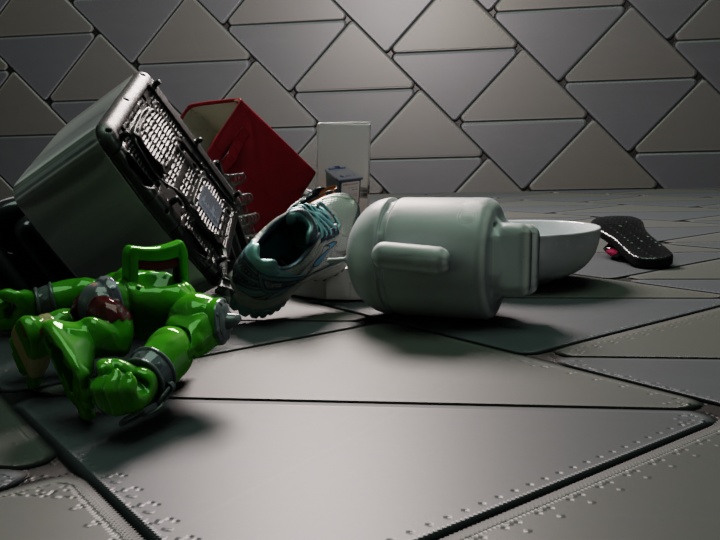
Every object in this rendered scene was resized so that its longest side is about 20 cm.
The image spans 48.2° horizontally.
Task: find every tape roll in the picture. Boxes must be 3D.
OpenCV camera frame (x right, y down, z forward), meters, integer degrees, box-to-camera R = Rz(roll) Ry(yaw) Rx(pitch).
[{"bbox_3d":[0.000,0.000,0.968,0.199,0.038,0.203,-1,8,0],"label":"tape roll"}]

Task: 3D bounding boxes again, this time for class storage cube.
[{"bbox_3d":[-0.213,-0.145,1.274,0.199,0.172,0.179,8,-27,51],"label":"storage cube"}]

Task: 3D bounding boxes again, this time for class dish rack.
[{"bbox_3d":[-0.159,-0.060,1.034,0.054,0.156,0.200,-16,5,9],"label":"dish rack"}]

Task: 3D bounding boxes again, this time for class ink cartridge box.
[{"bbox_3d":[-0.028,-0.126,1.249,0.084,0.204,0.146,-1,8,-2],"label":"ink cartridge box"}]

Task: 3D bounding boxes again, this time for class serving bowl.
[{"bbox_3d":[0.188,-0.021,0.973,0.197,0.067,0.200,-1,9,0],"label":"serving bowl"}]

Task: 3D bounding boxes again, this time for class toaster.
[{"bbox_3d":[-0.207,-0.063,0.764,0.118,0.182,0.201,-29,27,14],"label":"toaster"}]

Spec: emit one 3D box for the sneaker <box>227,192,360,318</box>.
[{"bbox_3d":[-0.053,-0.031,0.821,0.077,0.087,0.200,38,47,9],"label":"sneaker"}]

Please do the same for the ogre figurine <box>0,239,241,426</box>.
[{"bbox_3d":[-0.165,0.037,0.554,0.119,0.100,0.199,-23,8,-37],"label":"ogre figurine"}]

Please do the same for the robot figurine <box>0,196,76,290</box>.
[{"bbox_3d":[-0.342,-0.016,0.822,0.148,0.127,0.200,2,6,-21],"label":"robot figurine"}]

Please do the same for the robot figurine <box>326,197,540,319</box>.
[{"bbox_3d":[0.070,-0.013,0.776,0.197,0.115,0.169,2,-1,22],"label":"robot figurine"}]

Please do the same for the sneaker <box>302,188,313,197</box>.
[{"bbox_3d":[-0.144,-0.097,1.379,0.197,0.114,0.073,1,8,17],"label":"sneaker"}]

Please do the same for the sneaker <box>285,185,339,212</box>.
[{"bbox_3d":[-0.013,-0.062,1.119,0.197,0.114,0.077,-5,9,-22],"label":"sneaker"}]

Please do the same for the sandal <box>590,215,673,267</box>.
[{"bbox_3d":[0.379,-0.033,1.140,0.074,0.046,0.201,-7,23,0],"label":"sandal"}]
